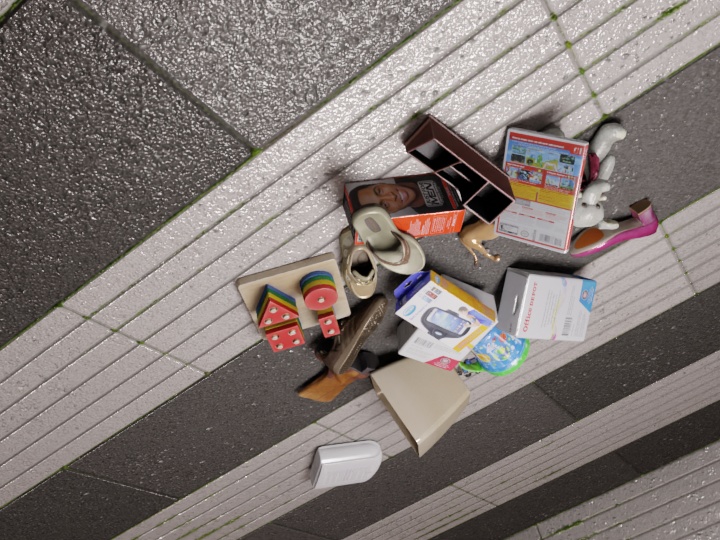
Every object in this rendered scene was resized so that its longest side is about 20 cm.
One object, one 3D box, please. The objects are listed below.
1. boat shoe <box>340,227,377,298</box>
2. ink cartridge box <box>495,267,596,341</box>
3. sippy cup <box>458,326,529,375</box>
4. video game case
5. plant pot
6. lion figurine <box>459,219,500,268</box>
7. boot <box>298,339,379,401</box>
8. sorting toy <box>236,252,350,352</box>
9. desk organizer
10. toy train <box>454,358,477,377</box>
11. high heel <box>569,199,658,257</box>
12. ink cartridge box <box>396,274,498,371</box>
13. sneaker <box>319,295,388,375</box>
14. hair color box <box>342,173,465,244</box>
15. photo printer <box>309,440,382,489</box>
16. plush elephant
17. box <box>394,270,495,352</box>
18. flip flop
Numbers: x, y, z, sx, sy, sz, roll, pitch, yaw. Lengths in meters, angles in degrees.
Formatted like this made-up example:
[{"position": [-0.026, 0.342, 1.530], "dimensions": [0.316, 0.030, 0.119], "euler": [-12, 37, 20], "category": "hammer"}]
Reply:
[{"position": [0.000, 0.000, 1.392], "dimensions": [0.072, 0.065, 0.200], "euler": [-13, 141, -5], "category": "boat shoe"}, {"position": [0.416, 0.077, 1.576], "dimensions": [0.199, 0.085, 0.145], "euler": [6, 100, -27], "category": "ink cartridge box"}, {"position": [0.309, 0.161, 1.659], "dimensions": [0.130, 0.139, 0.178], "euler": [37, 75, -34], "category": "sippy cup"}, {"position": [0.316, -0.142, 1.244], "dimensions": [0.017, 0.142, 0.201], "euler": [-29, 130, -49], "category": "video game case"}, {"position": [0.156, 0.305, 1.699], "dimensions": [0.177, 0.200, 0.200], "euler": [-32, 157, -8], "category": "plant pot"}, {"position": [0.251, -0.084, 1.383], "dimensions": [0.122, 0.073, 0.200], "euler": [29, 131, -21], "category": "lion figurine"}, {"position": [-0.083, 0.243, 1.673], "dimensions": [0.188, 0.069, 0.200], "euler": [14, 139, -43], "category": "boot"}, {"position": [-0.126, 0.076, 1.432], "dimensions": [0.199, 0.070, 0.199], "euler": [-16, 141, -2], "category": "sorting toy"}, {"position": [0.171, -0.170, 1.204], "dimensions": [0.200, 0.077, 0.072], "euler": [32, 122, -24], "category": "desk organizer"}, {"position": [0.229, 0.273, 1.830], "dimensions": [0.199, 0.034, 0.046], "euler": [-22, 129, 7], "category": "toy train"}, {"position": [0.550, -0.068, 1.518], "dimensions": [0.200, 0.067, 0.096], "euler": [-35, 129, 1], "category": "high heel"}, {"position": [0.191, 0.121, 1.569], "dimensions": [0.147, 0.086, 0.200], "euler": [22, 128, -18], "category": "ink cartridge box"}, {"position": [-0.020, 0.128, 1.528], "dimensions": [0.200, 0.075, 0.070], "euler": [-56, 156, 4], "category": "sneaker"}, {"position": [0.076, -0.113, 1.259], "dimensions": [0.199, 0.102, 0.061], "euler": [-9, 142, -12], "category": "hair color box"}, {"position": [-0.038, 0.564, 2.044], "dimensions": [0.199, 0.070, 0.167], "euler": [-3, 139, -18], "category": "photo printer"}, {"position": [0.405, -0.152, 1.290], "dimensions": [0.164, 0.155, 0.201], "euler": [-3, 139, -17], "category": "plush elephant"}, {"position": [0.167, 0.082, 1.454], "dimensions": [0.199, 0.042, 0.119], "euler": [30, 126, -20], "category": "box"}, {"position": [0.050, -0.043, 1.206], "dimensions": [0.081, 0.058, 0.200], "euler": [-27, 141, 13], "category": "flip flop"}]
